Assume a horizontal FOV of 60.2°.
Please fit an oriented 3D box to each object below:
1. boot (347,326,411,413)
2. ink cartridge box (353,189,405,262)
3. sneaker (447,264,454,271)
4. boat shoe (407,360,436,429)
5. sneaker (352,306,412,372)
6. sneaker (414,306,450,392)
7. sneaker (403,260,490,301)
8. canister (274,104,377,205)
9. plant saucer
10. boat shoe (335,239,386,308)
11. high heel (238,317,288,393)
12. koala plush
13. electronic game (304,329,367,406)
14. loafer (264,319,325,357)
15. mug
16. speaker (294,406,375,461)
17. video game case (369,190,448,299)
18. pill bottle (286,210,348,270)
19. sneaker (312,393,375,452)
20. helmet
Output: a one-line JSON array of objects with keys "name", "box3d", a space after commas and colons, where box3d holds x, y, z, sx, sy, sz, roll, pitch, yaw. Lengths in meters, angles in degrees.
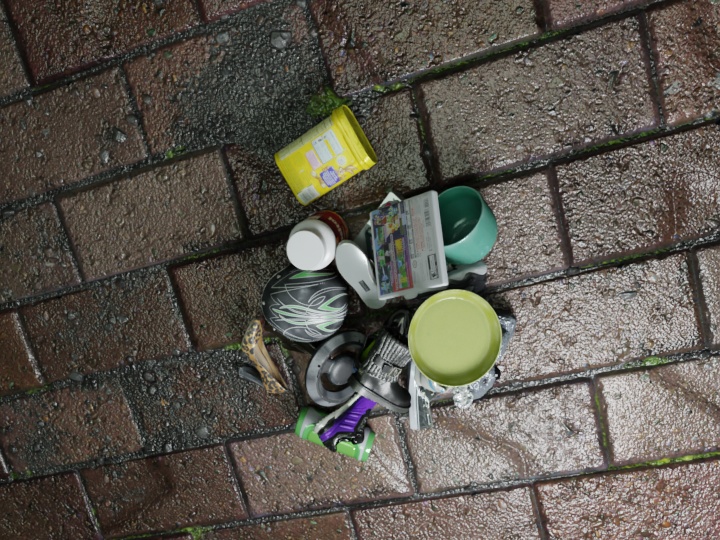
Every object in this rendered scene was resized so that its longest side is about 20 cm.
[{"name": "boot", "box3d": [0.082, 0.231, 1.422, 0.210, 0.079, 0.159, 32, 96, -43]}, {"name": "ink cartridge box", "box3d": [0.080, -0.056, 1.460, 0.173, 0.044, 0.201, 39, 108, 2]}, {"name": "sneaker", "box3d": [0.154, -0.009, 1.437, 0.197, 0.075, 0.101, 23, 101, -15]}, {"name": "boat shoe", "box3d": [0.151, 0.297, 1.527, 0.069, 0.072, 0.204, -3, 113, 3]}, {"name": "sneaker", "box3d": [0.058, 0.168, 1.467, 0.070, 0.083, 0.200, 39, 71, 15]}, {"name": "sneaker", "box3d": [0.167, 0.169, 1.356, 0.080, 0.076, 0.204, 16, 117, 41]}, {"name": "sneaker", "box3d": [0.197, 0.057, 1.383, 0.196, 0.076, 0.116, -18, 110, -3]}, {"name": "canister", "box3d": [-0.082, -0.259, 1.420, 0.198, 0.087, 0.150, -29, 96, 18]}, {"name": "plant saucer", "box3d": [0.196, 0.140, 1.300, 0.195, 0.031, 0.205, 0, 94, -2]}, {"name": "boat shoe", "box3d": [0.000, 0.000, 1.416, 0.069, 0.064, 0.202, -19, 127, 15]}, {"name": "high heel", "box3d": [-0.231, 0.217, 1.571, 0.140, 0.072, 0.203, 23, 123, 12]}, {"name": "koala plush", "box3d": [0.257, 0.203, 1.431, 0.180, 0.177, 0.204, 6, 106, 22]}, {"name": "electronic game", "box3d": [-0.048, 0.238, 1.503, 0.041, 0.197, 0.204, 34, 115, 48]}, {"name": "loafer", "box3d": [-0.160, 0.170, 1.556, 0.199, 0.073, 0.072, 37, 112, 11]}, {"name": "mug", "box3d": [0.212, -0.084, 1.371, 0.183, 0.154, 0.114, -23, 140, 27]}, {"name": "speaker", "box3d": [-0.065, 0.415, 1.585, 0.196, 0.088, 0.090, 19, 107, 6]}, {"name": "video game case", "box3d": [0.101, -0.052, 1.349, 0.180, 0.023, 0.205, -15, 76, 40]}, {"name": "pill bottle", "box3d": [-0.099, -0.066, 1.410, 0.110, 0.200, 0.115, 3, 105, 11]}, {"name": "sneaker", "box3d": [-0.011, 0.373, 1.525, 0.198, 0.070, 0.100, -33, 65, -15]}, {"name": "helmet", "box3d": [-0.126, 0.074, 1.455, 0.196, 0.191, 0.205, 3, 105, 10]}]
